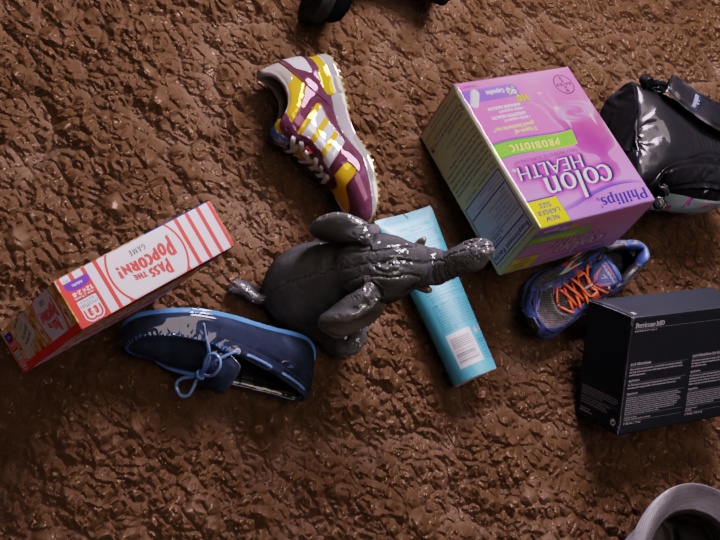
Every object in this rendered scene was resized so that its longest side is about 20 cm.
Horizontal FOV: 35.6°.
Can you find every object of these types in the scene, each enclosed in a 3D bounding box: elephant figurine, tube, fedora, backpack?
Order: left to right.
[{"bbox_3d":[0.000,0.000,1.094,0.142,0.200,0.155,49,59,-8],"label":"elephant figurine"},{"bbox_3d":[0.086,0.027,1.229,0.077,0.050,0.200,-17,79,-36],"label":"tube"},{"bbox_3d":[0.346,0.339,1.253,0.177,0.090,0.200,17,74,-22],"label":"fedora"},{"bbox_3d":[0.394,-0.144,1.404,0.200,0.127,0.167,8,83,-28],"label":"backpack"}]

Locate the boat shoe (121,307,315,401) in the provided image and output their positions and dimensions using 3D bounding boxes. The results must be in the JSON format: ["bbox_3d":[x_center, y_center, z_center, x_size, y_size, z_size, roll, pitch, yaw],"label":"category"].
[{"bbox_3d":[-0.128,0.083,1.065,0.200,0.084,0.069,9,60,-24],"label":"boat shoe"}]

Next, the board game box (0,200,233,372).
[{"bbox_3d":[-0.215,0.017,0.969,0.151,0.200,0.046,-31,92,-32],"label":"board game box"}]

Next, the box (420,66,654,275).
[{"bbox_3d":[0.198,-0.117,1.270,0.176,0.097,0.200,-13,66,-31],"label":"box"}]

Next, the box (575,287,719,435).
[{"bbox_3d":[0.358,0.102,1.308,0.200,0.079,0.141,-4,108,-30],"label":"box"}]

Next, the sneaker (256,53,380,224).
[{"bbox_3d":[-0.048,-0.131,1.188,0.090,0.075,0.200,-15,77,-24],"label":"sneaker"}]

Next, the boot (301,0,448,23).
[{"bbox_3d":[0.033,-0.338,1.284,0.158,0.079,0.211,29,63,-19],"label":"boot"}]

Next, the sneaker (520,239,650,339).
[{"bbox_3d":[0.263,0.011,1.311,0.200,0.078,0.075,-35,93,-32],"label":"sneaker"}]
